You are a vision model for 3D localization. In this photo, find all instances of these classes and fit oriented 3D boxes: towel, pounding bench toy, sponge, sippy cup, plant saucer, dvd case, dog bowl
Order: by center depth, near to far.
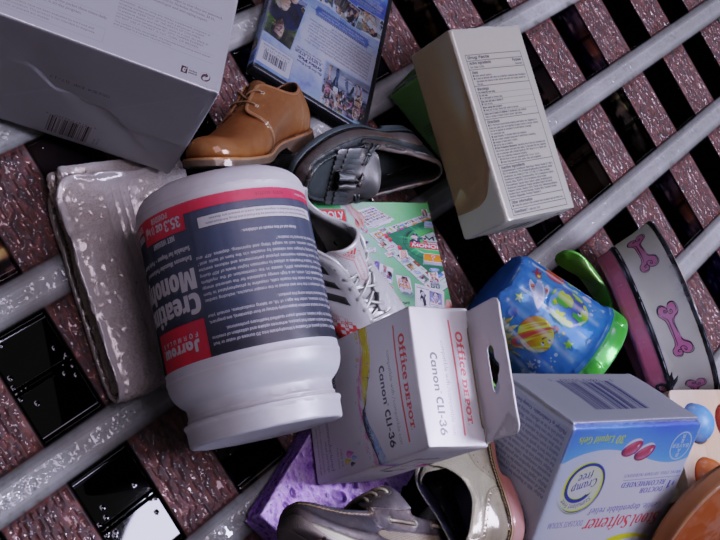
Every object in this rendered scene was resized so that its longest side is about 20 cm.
[{"bbox_3d":[-0.180,0.000,0.960,0.132,0.034,0.202,-15,82,-40],"label":"towel"},{"bbox_3d":[-0.011,0.179,1.024,0.112,0.030,0.201,46,50,-15],"label":"sponge"},{"bbox_3d":[0.349,0.255,1.110,0.199,0.202,0.032,3,28,-38],"label":"plant saucer"},{"bbox_3d":[0.181,0.059,1.169,0.130,0.140,0.178,40,23,-6],"label":"sippy cup"},{"bbox_3d":[-0.038,-0.250,1.185,0.142,0.017,0.202,28,56,-28],"label":"dvd case"},{"bbox_3d":[0.334,0.237,1.192,0.123,0.156,0.202,4,70,-37],"label":"pounding bench toy"},{"bbox_3d":[0.321,0.052,1.254,0.200,0.073,0.202,-22,90,-82],"label":"dog bowl"}]

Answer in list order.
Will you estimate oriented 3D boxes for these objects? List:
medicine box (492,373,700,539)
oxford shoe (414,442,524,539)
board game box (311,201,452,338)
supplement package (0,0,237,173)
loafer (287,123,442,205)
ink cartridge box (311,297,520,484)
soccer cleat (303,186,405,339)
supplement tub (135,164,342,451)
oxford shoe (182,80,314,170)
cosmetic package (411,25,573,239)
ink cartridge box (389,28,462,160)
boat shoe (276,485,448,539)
[{"bbox_3d":[0.195,0.205,1.066,0.181,0.103,0.202,3,110,-37],"label":"medicine box"},{"bbox_3d":[0.077,0.157,1.008,0.073,0.071,0.201,9,44,-46],"label":"oxford shoe"},{"bbox_3d":[0.000,0.000,1.107,0.199,0.029,0.136,-1,72,-39],"label":"board game box"},{"bbox_3d":[-0.208,-0.223,0.935,0.190,0.147,0.202,18,61,-20],"label":"supplement package"},{"bbox_3d":[0.010,-0.101,1.104,0.063,0.072,0.199,33,30,25],"label":"loafer"},{"bbox_3d":[0.036,0.101,0.942,0.067,0.199,0.118,4,68,-36],"label":"ink cartridge box"},{"bbox_3d":[-0.013,0.003,1.019,0.200,0.085,0.069,44,51,-15],"label":"soccer cleat"},{"bbox_3d":[-0.094,0.030,0.903,0.139,0.140,0.202,-4,76,-39],"label":"supplement tub"},{"bbox_3d":[-0.103,-0.130,1.015,0.200,0.071,0.072,-41,129,-64],"label":"oxford shoe"},{"bbox_3d":[0.134,-0.142,1.165,0.104,0.071,0.202,-10,82,-36],"label":"cosmetic package"},{"bbox_3d":[0.133,-0.154,1.254,0.200,0.059,0.104,50,49,-11],"label":"ink cartridge box"},{"bbox_3d":[0.009,0.225,0.965,0.199,0.074,0.074,30,46,-37],"label":"boat shoe"}]
